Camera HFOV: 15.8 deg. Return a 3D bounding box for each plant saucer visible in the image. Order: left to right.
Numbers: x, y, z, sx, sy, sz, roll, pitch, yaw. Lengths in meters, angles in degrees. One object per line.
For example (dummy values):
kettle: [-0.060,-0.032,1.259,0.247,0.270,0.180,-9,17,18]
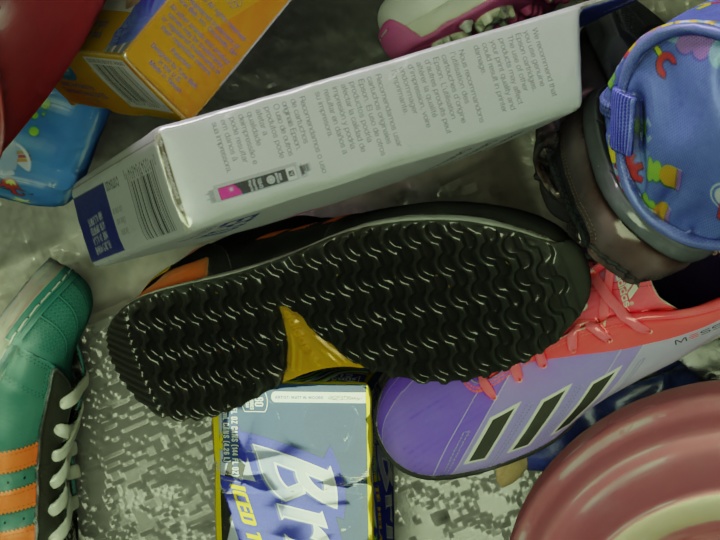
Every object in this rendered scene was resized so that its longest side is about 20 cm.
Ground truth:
plant saucer: [0.156,0.142,1.044,0.199,0.051,0.201,4,117,7]

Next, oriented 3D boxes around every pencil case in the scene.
pencil case: [0.148,-0.071,0.924,0.086,0.200,0.078,8,111,23]

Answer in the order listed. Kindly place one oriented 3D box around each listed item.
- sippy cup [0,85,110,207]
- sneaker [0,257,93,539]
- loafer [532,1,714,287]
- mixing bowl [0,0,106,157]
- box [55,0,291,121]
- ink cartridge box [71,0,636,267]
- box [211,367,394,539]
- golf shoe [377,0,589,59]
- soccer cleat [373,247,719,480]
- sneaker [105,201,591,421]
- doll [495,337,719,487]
sippy cup: [-0.160,-0.090,1.044,0.130,0.140,0.178,22,145,-6]
sneaker: [-0.145,0.093,1.100,0.080,0.071,0.201,25,108,0]
loafer: [0.096,-0.040,0.977,0.072,0.200,0.063,37,114,-14]
mixing bowl: [-0.150,-0.140,0.896,0.108,0.200,0.200,-38,93,-26]
box: [-0.036,-0.144,0.960,0.041,0.119,0.200,42,77,-25]
ink cartridge box: [0.004,-0.050,0.951,0.199,0.196,0.044,-16,90,-14]
box: [-0.022,0.137,1.088,0.070,0.064,0.201,0,100,8]
golf shoe: [0.083,-0.158,1.026,0.200,0.075,0.092,-33,81,8]
soccer cleat: [0.091,0.018,1.004,0.199,0.073,0.068,-26,76,6]
sneaker: [0.000,0.000,1.015,0.199,0.090,0.070,-12,114,24]
doll: [0.151,0.045,1.054,0.199,0.048,0.137,-9,99,13]
